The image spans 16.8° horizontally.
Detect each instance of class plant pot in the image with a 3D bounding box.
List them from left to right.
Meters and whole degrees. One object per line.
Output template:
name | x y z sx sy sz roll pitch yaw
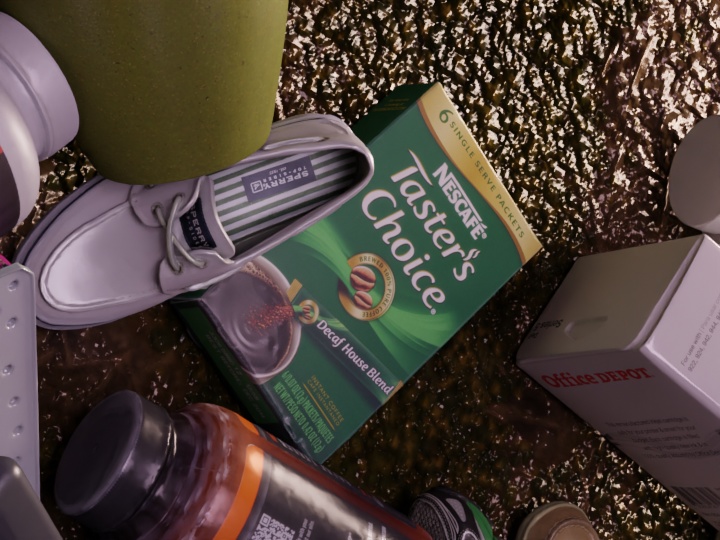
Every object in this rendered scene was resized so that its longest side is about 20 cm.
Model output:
plant pot | -0.110 -0.152 1.217 0.187 0.187 0.201 -26 118 -31

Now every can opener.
can opener | -0.161 0.165 1.189 0.067 0.052 0.200 -51 142 -33

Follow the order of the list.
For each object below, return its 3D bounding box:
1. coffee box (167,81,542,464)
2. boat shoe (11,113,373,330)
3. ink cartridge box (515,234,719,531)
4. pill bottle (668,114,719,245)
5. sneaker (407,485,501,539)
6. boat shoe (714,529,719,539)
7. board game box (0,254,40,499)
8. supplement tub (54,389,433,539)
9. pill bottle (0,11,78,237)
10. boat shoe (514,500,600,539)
coffee box | 0.000 0.000 1.347 0.200 0.044 0.123 -42 110 -27
boat shoe | -0.086 -0.029 1.251 0.200 0.067 0.074 -30 105 -12
ink cartridge box | 0.210 0.075 1.407 0.200 0.145 0.084 39 70 -17
pill bottle | 0.285 -0.036 1.494 0.199 0.111 0.111 17 80 -31
sneaker | 0.027 0.217 1.341 0.085 0.078 0.201 15 82 -31
boat shoe | 0.295 0.134 1.524 0.201 0.066 0.072 -45 112 -25
board game box | -0.241 0.103 1.139 0.199 0.026 0.201 -24 137 -31
supplement tub | -0.060 0.138 1.269 0.200 0.107 0.107 34 71 -28
pill bottle | -0.232 -0.039 1.156 0.200 0.112 0.113 -40 110 -27
boat shoe | 0.138 0.234 1.421 0.073 0.063 0.202 -10 95 -33
